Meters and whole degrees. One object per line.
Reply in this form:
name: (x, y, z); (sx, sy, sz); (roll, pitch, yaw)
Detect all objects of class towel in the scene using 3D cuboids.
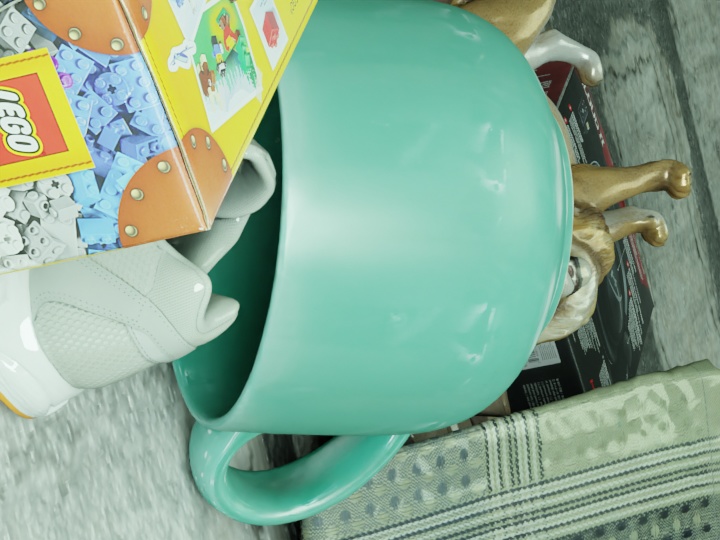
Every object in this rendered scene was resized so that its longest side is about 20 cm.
towel: (0.069, 0.145, 1.081); (0.035, 0.200, 0.193); (11, -70, 61)

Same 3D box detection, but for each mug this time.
mug: (0.000, -0.011, 0.962); (0.185, 0.114, 0.152); (123, -36, -57)

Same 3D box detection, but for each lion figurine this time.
lion figurine: (0.069, -0.059, 1.204); (0.072, 0.122, 0.200); (115, -42, -56)

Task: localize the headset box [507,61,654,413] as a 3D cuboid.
headset box: (0.082, -0.005, 1.350); (0.200, 0.077, 0.149); (-67, 142, -62)

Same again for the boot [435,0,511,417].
boot: (0.024, -0.035, 1.120); (0.186, 0.064, 0.200); (-13, 85, -70)

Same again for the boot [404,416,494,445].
boot: (0.038, 0.112, 1.160); (0.146, 0.070, 0.200); (-62, 138, -66)

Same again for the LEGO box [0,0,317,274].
LEGO box: (-0.096, -0.076, 0.733); (0.200, 0.149, 0.077); (-69, 144, -58)

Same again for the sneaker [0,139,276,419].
sneaker: (-0.068, -0.043, 0.890); (0.076, 0.092, 0.200); (56, 27, -48)
